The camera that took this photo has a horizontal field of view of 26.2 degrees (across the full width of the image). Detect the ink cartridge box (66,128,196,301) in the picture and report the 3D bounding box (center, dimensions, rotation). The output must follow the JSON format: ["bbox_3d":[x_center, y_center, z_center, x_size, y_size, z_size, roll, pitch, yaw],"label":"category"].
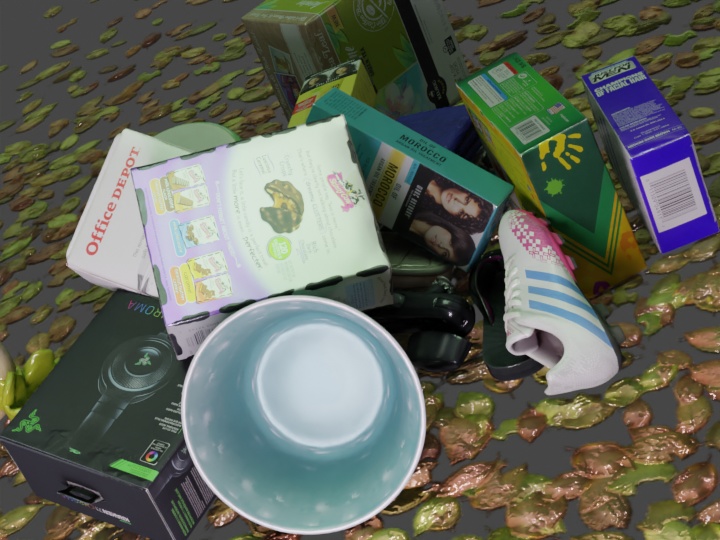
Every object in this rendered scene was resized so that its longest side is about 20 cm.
[{"bbox_3d":[-0.156,-0.031,1.468,0.199,0.083,0.147,19,80,13],"label":"ink cartridge box"}]

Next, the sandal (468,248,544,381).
[{"bbox_3d":[0.136,0.024,1.408,0.075,0.048,0.201,-20,29,9],"label":"sandal"}]

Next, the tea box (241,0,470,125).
[{"bbox_3d":[0.000,-0.258,1.829,0.197,0.200,0.133,-40,33,-25],"label":"tea box"}]

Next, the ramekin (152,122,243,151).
[{"bbox_3d":[-0.176,-0.058,1.606,0.199,0.098,0.201,-15,50,19],"label":"ramekin"}]

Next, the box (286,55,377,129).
[{"bbox_3d":[-0.031,-0.156,1.610,0.075,0.050,0.200,-18,26,17],"label":"box"}]

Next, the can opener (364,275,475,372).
[{"bbox_3d":[0.031,0.042,1.434,0.200,0.063,0.079,8,59,50],"label":"can opener"}]

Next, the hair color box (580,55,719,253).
[{"bbox_3d":[0.274,-0.114,1.471,0.065,0.110,0.200,-22,29,4],"label":"hair color box"}]

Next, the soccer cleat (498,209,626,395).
[{"bbox_3d":[0.150,0.024,1.325,0.086,0.070,0.200,-22,48,-9],"label":"soccer cleat"}]

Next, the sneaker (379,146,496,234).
[{"bbox_3d":[0.088,-0.063,1.590,0.200,0.079,0.090,-34,12,-26],"label":"sneaker"}]

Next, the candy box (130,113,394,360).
[{"bbox_3d":[-0.086,-0.031,1.361,0.199,0.072,0.168,-14,60,-3],"label":"candy box"}]

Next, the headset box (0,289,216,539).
[{"bbox_3d":[-0.195,0.133,1.378,0.174,0.093,0.200,15,53,30],"label":"headset box"}]

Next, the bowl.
[{"bbox_3d":[-0.041,0.107,1.287,0.200,0.201,0.105,-19,9,11],"label":"bowl"}]

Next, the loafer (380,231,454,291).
[{"bbox_3d":[0.000,0.000,1.514,0.199,0.063,0.072,7,32,22],"label":"loafer"}]

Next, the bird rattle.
[{"bbox_3d":[-0.399,0.118,1.531,0.199,0.163,0.113,-23,24,23],"label":"bird rattle"}]

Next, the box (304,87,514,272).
[{"bbox_3d":[0.037,-0.086,1.454,0.200,0.082,0.049,30,35,10],"label":"box"}]

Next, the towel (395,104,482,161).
[{"bbox_3d":[0.026,-0.105,1.573,0.199,0.050,0.148,-11,29,32],"label":"towel"}]

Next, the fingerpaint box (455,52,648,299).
[{"bbox_3d":[0.178,-0.092,1.447,0.073,0.167,0.200,-28,28,0],"label":"fingerpaint box"}]
